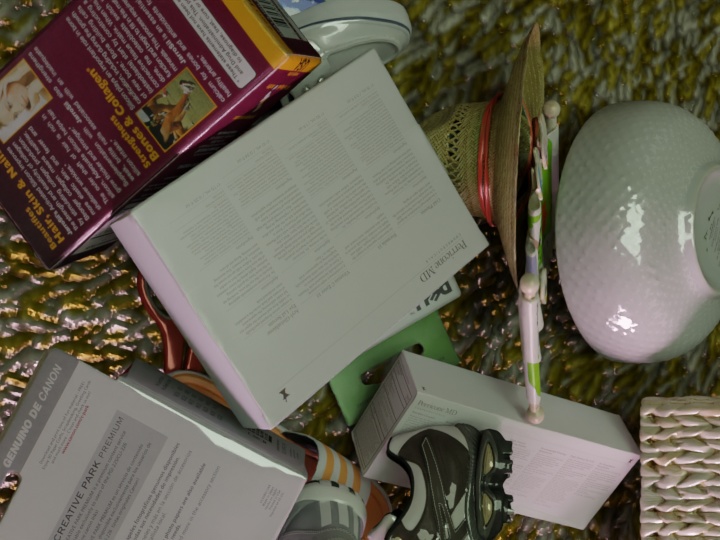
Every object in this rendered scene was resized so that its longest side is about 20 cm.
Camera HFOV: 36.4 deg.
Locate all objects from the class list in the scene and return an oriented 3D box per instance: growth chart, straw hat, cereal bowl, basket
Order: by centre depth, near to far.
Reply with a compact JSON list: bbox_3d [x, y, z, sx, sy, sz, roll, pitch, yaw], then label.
[{"bbox_3d":[0.127,-0.015,0.775,0.018,0.146,0.201,2,44,14],"label":"growth chart"},{"bbox_3d":[0.081,-0.079,0.784,0.084,0.201,0.204,5,86,14],"label":"straw hat"},{"bbox_3d":[0.324,0.172,0.801,0.197,0.198,0.163,8,78,-51],"label":"basket"},{"bbox_3d":[0.232,-0.030,0.820,0.199,0.083,0.203,2,88,-47],"label":"cereal bowl"}]

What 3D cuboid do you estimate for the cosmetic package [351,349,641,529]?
[{"bbox_3d":[0.100,0.125,0.796,0.198,0.051,0.083,19,120,-25],"label":"cosmetic package"}]

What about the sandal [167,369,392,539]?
[{"bbox_3d":[-0.059,0.145,0.753,0.206,0.059,0.080,36,79,-20],"label":"sandal"}]

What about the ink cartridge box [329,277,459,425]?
[{"bbox_3d":[0.000,0.000,0.776,0.103,0.059,0.202,-27,97,-19],"label":"ink cartridge box"}]

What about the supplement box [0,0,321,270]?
[{"bbox_3d":[-0.137,-0.108,0.668,0.199,0.086,0.111,-38,89,15],"label":"supplement box"}]

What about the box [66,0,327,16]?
[{"bbox_3d":[-0.107,-0.219,0.760,0.198,0.048,0.124,-11,92,-20],"label":"box"}]

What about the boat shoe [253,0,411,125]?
[{"bbox_3d":[-0.053,-0.129,0.754,0.198,0.074,0.066,-18,67,-7],"label":"boat shoe"}]

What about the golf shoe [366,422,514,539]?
[{"bbox_3d":[0.048,0.200,0.707,0.093,0.078,0.202,5,68,-2],"label":"golf shoe"}]

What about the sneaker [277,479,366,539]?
[{"bbox_3d":[-0.051,0.242,0.698,0.074,0.116,0.202,17,108,-11],"label":"sneaker"}]

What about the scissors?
[{"bbox_3d":[-0.120,0.082,0.762,0.072,0.014,0.203,1,87,-20],"label":"scissors"}]

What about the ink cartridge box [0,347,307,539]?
[{"bbox_3d":[-0.154,0.166,0.682,0.174,0.084,0.202,29,90,-5],"label":"ink cartridge box"}]

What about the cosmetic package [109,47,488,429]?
[{"bbox_3d":[-0.032,-0.022,0.685,0.199,0.052,0.152,-38,100,-27],"label":"cosmetic package"}]
